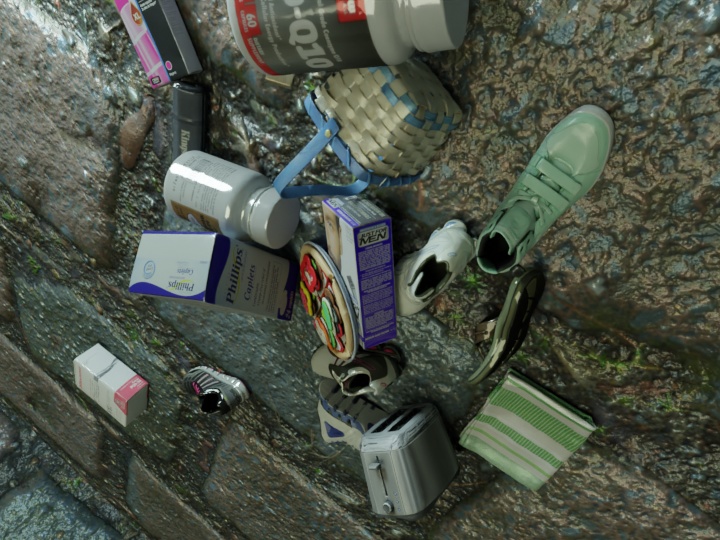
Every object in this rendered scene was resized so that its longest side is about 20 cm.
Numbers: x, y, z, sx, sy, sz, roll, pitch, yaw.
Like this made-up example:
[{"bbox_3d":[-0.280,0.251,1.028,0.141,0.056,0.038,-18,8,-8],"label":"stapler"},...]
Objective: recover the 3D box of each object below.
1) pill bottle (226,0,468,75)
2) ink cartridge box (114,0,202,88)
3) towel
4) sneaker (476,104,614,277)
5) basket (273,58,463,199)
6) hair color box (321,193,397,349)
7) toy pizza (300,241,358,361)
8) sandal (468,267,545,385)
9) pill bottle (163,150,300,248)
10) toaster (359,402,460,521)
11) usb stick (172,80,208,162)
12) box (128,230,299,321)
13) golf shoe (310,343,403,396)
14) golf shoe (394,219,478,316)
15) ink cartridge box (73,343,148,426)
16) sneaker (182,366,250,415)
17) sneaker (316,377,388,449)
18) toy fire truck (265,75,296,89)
[{"bbox_3d":[-0.010,-0.244,0.469,0.198,0.114,0.115,5,121,24],"label":"pill bottle"},{"bbox_3d":[-0.315,-0.386,0.772,0.094,0.037,0.202,-2,115,35],"label":"ink cartridge box"},{"bbox_3d":[0.254,0.255,0.807,0.152,0.023,0.201,30,131,14],"label":"towel"},{"bbox_3d":[0.199,-0.076,0.564,0.073,0.118,0.201,35,131,12],"label":"sneaker"},{"bbox_3d":[0.008,-0.155,0.613,0.200,0.176,0.140,-45,75,30],"label":"basket"},{"bbox_3d":[0.000,0.000,0.755,0.109,0.064,0.202,-135,35,-53],"label":"hair color box"},{"bbox_3d":[-0.061,0.053,0.817,0.200,0.031,0.201,51,152,41],"label":"toy pizza"},{"bbox_3d":[0.192,0.074,0.706,0.057,0.079,0.202,36,128,32],"label":"sandal"},{"bbox_3d":[-0.201,-0.109,0.817,0.199,0.114,0.115,22,129,21],"label":"pill bottle"},{"bbox_3d":[0.085,0.309,0.861,0.113,0.199,0.130,-17,91,39],"label":"toaster"},{"bbox_3d":[-0.284,-0.214,0.855,0.055,0.033,0.201,10,131,-8],"label":"usb stick"},{"bbox_3d":[-0.235,0.011,0.854,0.182,0.200,0.106,3,79,32],"label":"box"},{"bbox_3d":[-0.024,0.170,0.898,0.199,0.088,0.078,-8,116,39],"label":"golf shoe"},{"bbox_3d":[0.080,0.014,0.719,0.078,0.097,0.200,39,135,3],"label":"golf shoe"},{"bbox_3d":[-0.708,0.325,1.467,0.199,0.083,0.147,35,133,10],"label":"ink cartridge box"},{"bbox_3d":[-0.355,0.283,1.196,0.198,0.087,0.074,7,122,31],"label":"sneaker"},{"bbox_3d":[-0.011,0.302,0.989,0.199,0.080,0.116,41,137,14],"label":"sneaker"},{"bbox_3d":[-0.030,-0.306,0.581,0.175,0.129,0.201,33,143,12],"label":"toy fire truck"}]
